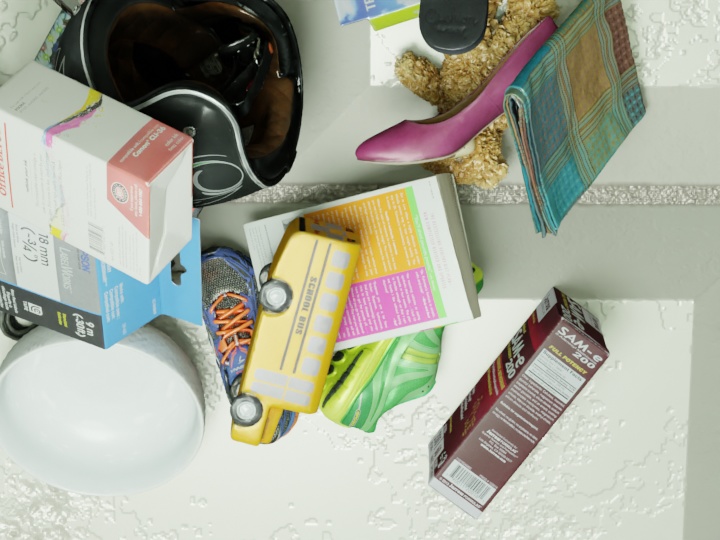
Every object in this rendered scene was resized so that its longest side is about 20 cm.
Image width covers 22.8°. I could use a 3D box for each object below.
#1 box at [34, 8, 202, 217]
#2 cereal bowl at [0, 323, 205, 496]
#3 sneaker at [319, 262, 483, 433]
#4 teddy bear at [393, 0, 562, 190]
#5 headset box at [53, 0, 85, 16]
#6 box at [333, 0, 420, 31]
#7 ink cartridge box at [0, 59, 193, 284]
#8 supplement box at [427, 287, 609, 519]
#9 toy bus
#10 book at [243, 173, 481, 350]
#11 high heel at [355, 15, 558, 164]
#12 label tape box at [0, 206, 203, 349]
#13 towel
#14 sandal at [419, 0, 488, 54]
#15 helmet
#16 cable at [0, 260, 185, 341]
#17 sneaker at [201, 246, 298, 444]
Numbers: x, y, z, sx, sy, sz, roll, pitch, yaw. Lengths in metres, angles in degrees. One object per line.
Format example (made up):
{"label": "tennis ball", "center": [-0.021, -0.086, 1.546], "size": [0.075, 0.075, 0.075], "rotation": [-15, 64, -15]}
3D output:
{"label": "box", "center": [-0.208, -0.144, 1.625], "size": [0.199, 0.040, 0.138], "rotation": [30, 104, -6]}
{"label": "cereal bowl", "center": [-0.241, 0.112, 1.657], "size": [0.198, 0.084, 0.201], "rotation": [0, 129, 0]}
{"label": "sneaker", "center": [0.044, 0.069, 1.668], "size": [0.200, 0.074, 0.083], "rotation": [-47, 124, 9]}
{"label": "teddy bear", "center": [0.106, -0.173, 1.594], "size": [0.144, 0.067, 0.201], "rotation": [34, 103, -4]}
{"label": "headset box", "center": [-0.267, -0.334, 1.540], "size": [0.200, 0.075, 0.149], "rotation": [43, 87, -6]}
{"label": "box", "center": [0.065, -0.291, 1.553], "size": [0.198, 0.048, 0.123], "rotation": [-17, 80, 7]}
{"label": "ink cartridge box", "center": [-0.232, -0.087, 1.423], "size": [0.199, 0.068, 0.117], "rotation": [27, 140, 16]}
{"label": "supplement box", "center": [0.143, 0.121, 1.649], "size": [0.061, 0.109, 0.200], "rotation": [36, 102, -7]}
{"label": "toy bus", "center": [-0.062, 0.057, 1.583], "size": [0.078, 0.065, 0.202], "rotation": [13, 103, -7]}
{"label": "book", "center": [0.000, 0.000, 1.614], "size": [0.198, 0.048, 0.135], "rotation": [-13, 90, 22]}
{"label": "high heel", "center": [0.085, -0.152, 1.537], "size": [0.198, 0.067, 0.097], "rotation": [-15, 104, -10]}
{"label": "label tape box", "center": [-0.238, -0.008, 1.528], "size": [0.198, 0.064, 0.145], "rotation": [19, 141, 13]}
{"label": "towel", "center": [0.188, -0.143, 1.529], "size": [0.022, 0.200, 0.148], "rotation": [7, 130, 35]}
{"label": "sandal", "center": [0.080, -0.285, 1.496], "size": [0.075, 0.043, 0.202], "rotation": [-5, 82, 8]}
{"label": "helmet", "center": [-0.160, -0.150, 1.505], "size": [0.189, 0.200, 0.202], "rotation": [5, 106, 19]}
{"label": "cable", "center": [-0.256, 0.008, 1.654], "size": [0.198, 0.050, 0.098], "rotation": [-16, 105, 11]}
{"label": "sneaker", "center": [-0.104, 0.072, 1.660], "size": [0.075, 0.078, 0.201], "rotation": [-20, 104, 6]}
